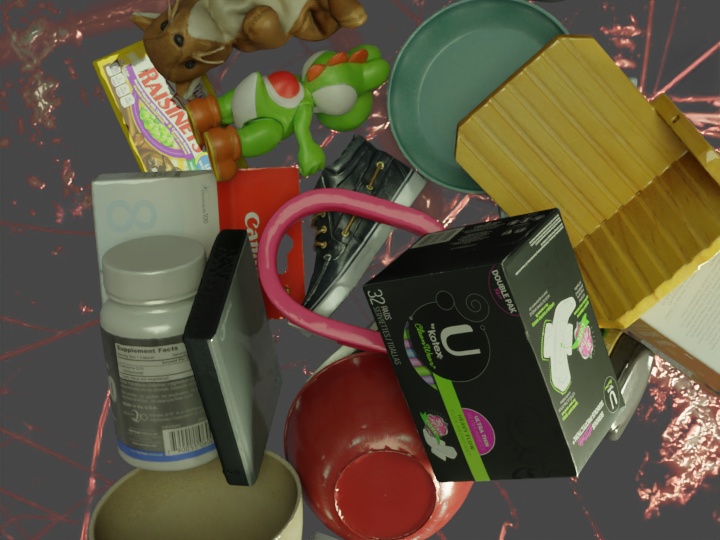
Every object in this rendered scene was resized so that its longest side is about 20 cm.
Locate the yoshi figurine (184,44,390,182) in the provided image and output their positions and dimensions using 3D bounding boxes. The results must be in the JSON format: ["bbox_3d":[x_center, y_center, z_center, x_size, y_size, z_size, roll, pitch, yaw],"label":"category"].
[{"bbox_3d":[-0.063,-0.152,1.285,0.200,0.112,0.113,-24,102,-10],"label":"yoshi figurine"}]

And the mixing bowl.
[{"bbox_3d":[0.024,0.187,1.242,0.200,0.108,0.201,0,110,-1],"label":"mixing bowl"}]

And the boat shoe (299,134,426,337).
[{"bbox_3d":[-0.025,-0.036,1.303,0.091,0.071,0.200,35,80,-1],"label":"boat shoe"}]

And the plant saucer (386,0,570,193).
[{"bbox_3d":[0.126,-0.172,1.303,0.200,0.036,0.200,-3,82,17],"label":"plant saucer"}]

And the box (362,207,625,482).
[{"bbox_3d":[0.120,0.069,1.148,0.148,0.124,0.200,-10,108,37],"label":"box"}]

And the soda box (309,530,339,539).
[{"bbox_3d":[-0.029,0.297,1.222,0.068,0.200,0.064,20,87,1],"label":"soda box"}]

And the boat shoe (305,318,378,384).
[{"bbox_3d":[0.036,0.064,1.301,0.200,0.076,0.060,-43,89,9],"label":"boat shoe"}]

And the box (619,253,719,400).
[{"bbox_3d":[0.350,0.053,1.267,0.200,0.152,0.106,35,86,0],"label":"box"}]

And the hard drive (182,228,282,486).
[{"bbox_3d":[-0.114,0.081,1.205,0.033,0.200,0.140,1,44,12],"label":"hard drive"}]

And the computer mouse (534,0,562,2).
[{"bbox_3d":[0.164,-0.351,1.331,0.138,0.053,0.200,-31,77,0],"label":"computer mouse"}]

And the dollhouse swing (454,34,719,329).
[{"bbox_3d":[0.207,-0.083,1.185,0.200,0.182,0.176,-41,121,14],"label":"dollhouse swing"}]

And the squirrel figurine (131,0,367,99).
[{"bbox_3d":[-0.119,-0.245,1.251,0.187,0.200,0.142,-36,105,-3],"label":"squirrel figurine"}]

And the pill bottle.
[{"bbox_3d":[-0.183,0.076,1.231,0.114,0.114,0.200,-4,111,-2],"label":"pill bottle"}]

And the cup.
[{"bbox_3d":[-0.142,0.279,1.241,0.200,0.200,0.143,-11,117,-2],"label":"cup"}]

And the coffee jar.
[{"bbox_3d":[0.178,0.082,1.267,0.200,0.085,0.104,25,81,19],"label":"coffee jar"}]

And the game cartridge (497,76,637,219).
[{"bbox_3d":[0.204,-0.097,1.314,0.133,0.040,0.200,5,85,7],"label":"game cartridge"}]

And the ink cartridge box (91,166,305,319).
[{"bbox_3d":[-0.157,-0.017,1.287,0.200,0.047,0.160,-2,104,0],"label":"ink cartridge box"}]

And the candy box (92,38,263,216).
[{"bbox_3d":[-0.183,-0.139,1.321,0.102,0.026,0.200,-25,89,-4],"label":"candy box"}]

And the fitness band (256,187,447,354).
[{"bbox_3d":[0.000,0.000,1.244,0.200,0.037,0.144,16,82,2],"label":"fitness band"}]
